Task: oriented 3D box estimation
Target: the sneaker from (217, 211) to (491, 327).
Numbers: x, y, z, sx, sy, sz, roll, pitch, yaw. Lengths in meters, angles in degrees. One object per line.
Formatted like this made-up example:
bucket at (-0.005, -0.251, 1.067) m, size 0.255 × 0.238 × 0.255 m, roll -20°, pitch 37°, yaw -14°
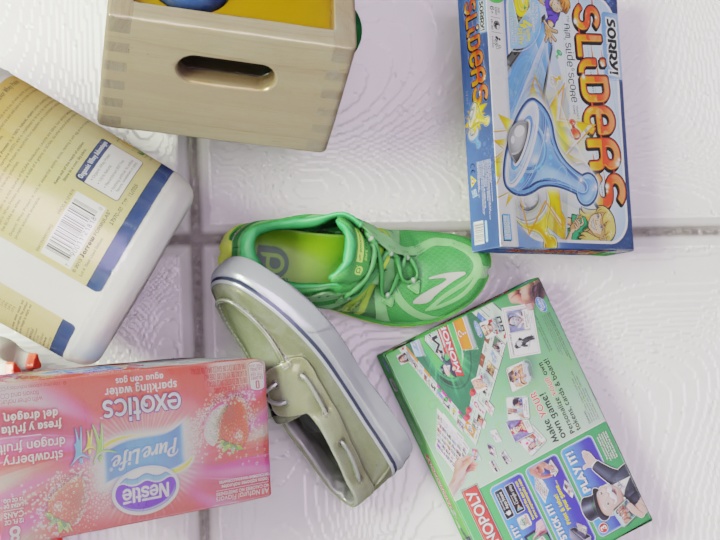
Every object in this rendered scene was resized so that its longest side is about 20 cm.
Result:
sneaker at (0.000, 0.000, 0.915) m, size 0.199 × 0.084 × 0.074 m, roll 2°, pitch 83°, yaw -12°

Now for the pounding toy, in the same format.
pounding toy at (-0.066, -0.200, 0.869) m, size 0.199 × 0.142 × 0.185 m, roll 6°, pitch 52°, yaw -11°

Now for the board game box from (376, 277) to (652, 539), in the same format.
board game box at (0.114, 0.124, 0.954) m, size 0.134 × 0.029 × 0.201 m, roll -25°, pitch 90°, yaw -12°

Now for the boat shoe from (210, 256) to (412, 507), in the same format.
boat shoe at (-0.039, 0.079, 0.887) m, size 0.200 × 0.072 × 0.062 m, roll 50°, pitch 59°, yaw -16°

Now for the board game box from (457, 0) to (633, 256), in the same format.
board game box at (0.138, -0.113, 0.957) m, size 0.135 × 0.034 × 0.201 m, roll 0°, pitch 84°, yaw -35°

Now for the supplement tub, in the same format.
supplement tub at (-0.226, -0.044, 0.841) m, size 0.200 × 0.144 × 0.145 m, roll 31°, pitch 79°, yaw -7°

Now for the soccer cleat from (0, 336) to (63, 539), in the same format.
soccer cleat at (-0.250, 0.144, 0.864) m, size 0.077 × 0.069 × 0.201 m, roll -4°, pitch 91°, yaw 16°

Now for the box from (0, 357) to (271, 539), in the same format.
box at (-0.164, 0.109, 0.815) m, size 0.199 × 0.102 × 0.095 m, roll -3°, pitch 88°, yaw -44°
